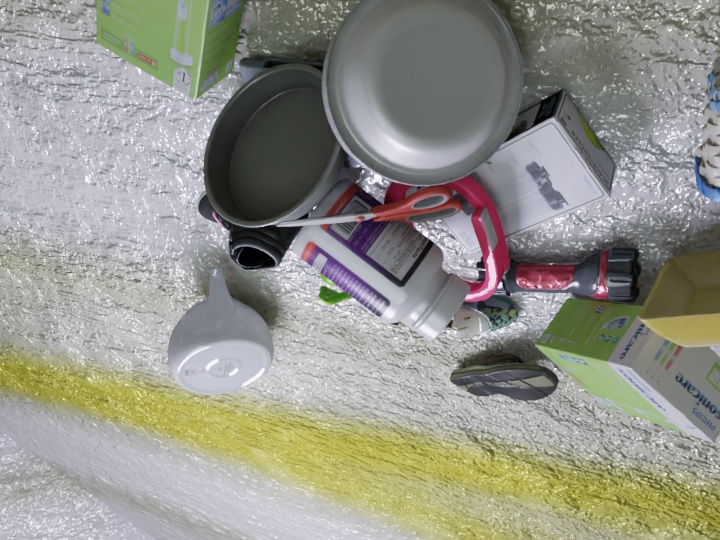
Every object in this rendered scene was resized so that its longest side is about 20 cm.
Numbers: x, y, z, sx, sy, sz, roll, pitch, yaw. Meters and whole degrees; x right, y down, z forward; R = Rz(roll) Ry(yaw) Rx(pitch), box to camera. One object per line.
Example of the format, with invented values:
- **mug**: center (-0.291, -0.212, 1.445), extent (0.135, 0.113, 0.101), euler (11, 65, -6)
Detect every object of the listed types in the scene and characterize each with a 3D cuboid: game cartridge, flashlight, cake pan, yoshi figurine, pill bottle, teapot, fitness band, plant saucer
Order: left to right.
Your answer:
- **teapot**: center (-0.253, 0.118, 1.209), extent (0.200, 0.147, 0.197), euler (-34, 140, 17)
- **cake pan**: center (-0.097, -0.141, 0.787), extent (0.199, 0.201, 0.037), euler (-1, 164, 31)
- **game cartridge**: center (-0.053, -0.196, 0.858), extent (0.199, 0.042, 0.134), euler (12, 132, 20)
- **yoshi figurine**: center (-0.015, -0.004, 0.963), extent (0.112, 0.113, 0.200), euler (-13, 170, -12)
- **pill bottle**: center (0.028, -0.009, 0.809), extent (0.200, 0.112, 0.112), euler (37, 139, 1)
- **fitness band**: center (0.105, -0.043, 0.829), extent (0.143, 0.037, 0.201), euler (11, 139, 36)
- **flashlight**: center (0.247, 0.004, 0.864), extent (0.199, 0.068, 0.068), euler (2, 106, 30)
- **plant saucer**: center (0.406, 0.025, 0.687), extent (0.199, 0.200, 0.049), euler (-9, 103, 36)

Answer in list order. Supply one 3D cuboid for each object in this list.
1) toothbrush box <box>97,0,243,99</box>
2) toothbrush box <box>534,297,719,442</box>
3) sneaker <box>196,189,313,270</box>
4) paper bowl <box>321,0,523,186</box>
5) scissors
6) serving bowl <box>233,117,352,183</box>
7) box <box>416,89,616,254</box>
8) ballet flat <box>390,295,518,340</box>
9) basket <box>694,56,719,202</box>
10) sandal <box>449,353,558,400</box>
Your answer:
- **toothbrush box**: center (-0.213, -0.323, 0.766), extent (0.145, 0.086, 0.200), euler (30, 139, 6)
- **toothbrush box**: center (0.336, 0.115, 0.837), extent (0.145, 0.086, 0.200), euler (40, 172, -13)
- **sneaker**: center (-0.159, -0.055, 0.874), extent (0.199, 0.100, 0.071), euler (6, 150, 37)
- **paper bowl**: center (0.063, -0.185, 0.671), extent (0.199, 0.104, 0.202), euler (-1, 101, -6)
- **scissors**: center (0.012, -0.057, 0.746), extent (0.199, 0.014, 0.073), euler (-13, 162, 11)
- **serving bowl**: center (-0.108, -0.111, 0.913), extent (0.199, 0.066, 0.200), euler (20, 154, 10)
- **box**: center (0.179, -0.107, 0.794), extent (0.117, 0.060, 0.200), euler (46, 137, -18)
- **ballet flat**: center (0.128, 0.070, 0.994), extent (0.199, 0.074, 0.074), euler (5, 134, 25)
- **basket**: center (0.377, -0.093, 0.607), extent (0.138, 0.176, 0.201), euler (-2, 119, 27)
- **sandal**: center (0.215, 0.156, 1.045), extent (0.080, 0.057, 0.201), euler (43, 152, -23)
